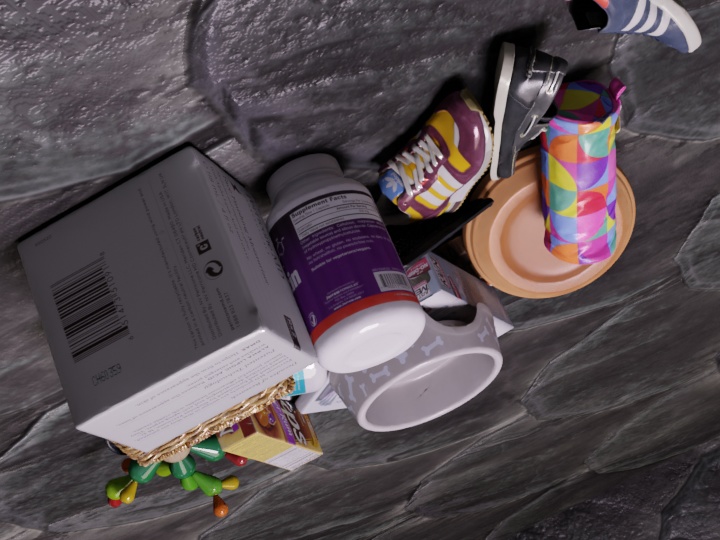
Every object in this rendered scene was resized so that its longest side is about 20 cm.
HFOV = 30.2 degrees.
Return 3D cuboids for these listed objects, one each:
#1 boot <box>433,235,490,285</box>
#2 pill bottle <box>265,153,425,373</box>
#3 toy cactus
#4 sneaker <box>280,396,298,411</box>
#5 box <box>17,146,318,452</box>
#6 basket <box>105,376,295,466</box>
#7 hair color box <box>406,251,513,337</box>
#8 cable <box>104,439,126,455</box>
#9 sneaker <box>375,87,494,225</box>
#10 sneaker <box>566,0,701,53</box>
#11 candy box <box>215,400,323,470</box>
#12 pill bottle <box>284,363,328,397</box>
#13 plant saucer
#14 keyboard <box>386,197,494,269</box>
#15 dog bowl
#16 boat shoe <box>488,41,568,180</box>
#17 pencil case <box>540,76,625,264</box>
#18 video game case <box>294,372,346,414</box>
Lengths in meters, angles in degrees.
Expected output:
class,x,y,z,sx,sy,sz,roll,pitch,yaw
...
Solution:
class,x,y,z,sx,sy,sz,roll,pitch,yaw
boot,0.179,-0.032,1.605,0.200,0.075,0.107,-26,166,14
pill bottle,-0.022,-0.010,1.286,0.112,0.200,0.112,-20,156,-9
toy cactus,-0.232,0.244,1.680,0.200,0.102,0.165,-8,144,-1
sneaker,-0.087,0.109,1.634,0.074,0.080,0.200,-20,155,-2
box,-0.177,0.030,1.227,0.200,0.199,0.131,-28,157,10
basket,-0.195,0.090,1.397,0.200,0.143,0.149,-29,150,3
hair color box,0.084,0.045,1.508,0.099,0.061,0.200,-32,153,18
cable,-0.235,0.203,1.726,0.163,0.051,0.200,-29,157,11
sneaker,0.067,-0.102,1.331,0.090,0.075,0.200,-20,156,-21
sneaker,0.239,-0.240,1.209,0.084,0.075,0.200,-35,144,21
candy box,-0.127,0.181,1.698,0.056,0.117,0.200,-29,157,12
pill bottle,-0.108,0.090,1.492,0.200,0.111,0.111,-9,155,-5
plant saucer,0.216,-0.048,1.505,0.200,0.037,0.200,-5,123,-7
keyboard,0.054,-0.041,1.412,0.104,0.040,0.200,-19,-170,39
dog bowl,0.068,0.112,1.483,0.200,0.059,0.200,-20,153,-11
boat shoe,0.159,-0.147,1.309,0.068,0.072,0.200,3,153,0
pencil case,0.232,-0.102,1.393,0.088,0.088,0.200,-17,132,-14
video game case,0.036,0.102,1.650,0.182,0.023,0.200,-2,139,-45
